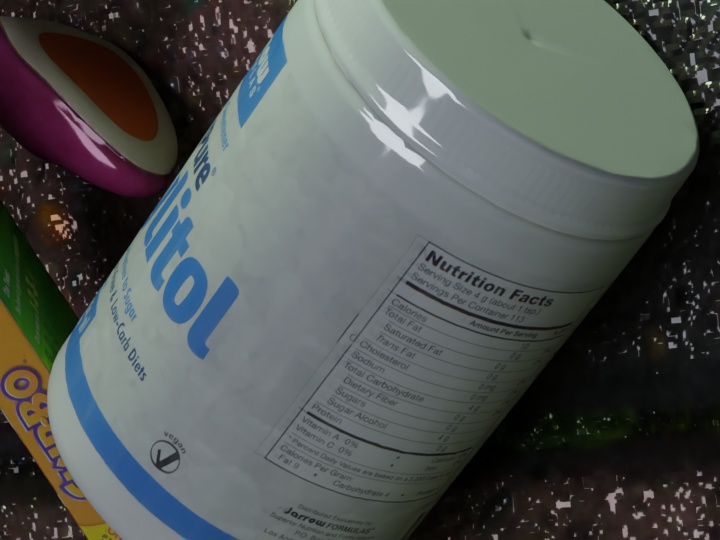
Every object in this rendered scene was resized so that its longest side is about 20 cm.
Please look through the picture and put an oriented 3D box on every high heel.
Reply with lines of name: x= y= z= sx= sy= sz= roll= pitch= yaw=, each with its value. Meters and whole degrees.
high heel: x=-0.138 y=-0.055 z=1.100 sx=0.200 sy=0.067 sz=0.096 roll=45 pitch=113 yaw=44

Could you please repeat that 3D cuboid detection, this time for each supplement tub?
supplement tub: x=0.000 y=0.000 z=0.950 sx=0.132 sy=0.132 sz=0.200 roll=50 pitch=121 yaw=25

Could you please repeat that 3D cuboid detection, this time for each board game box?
board game box: x=-0.127 y=0.005 z=1.034 sx=0.030 sy=0.096 sz=0.200 roll=-29 pitch=98 yaw=5
